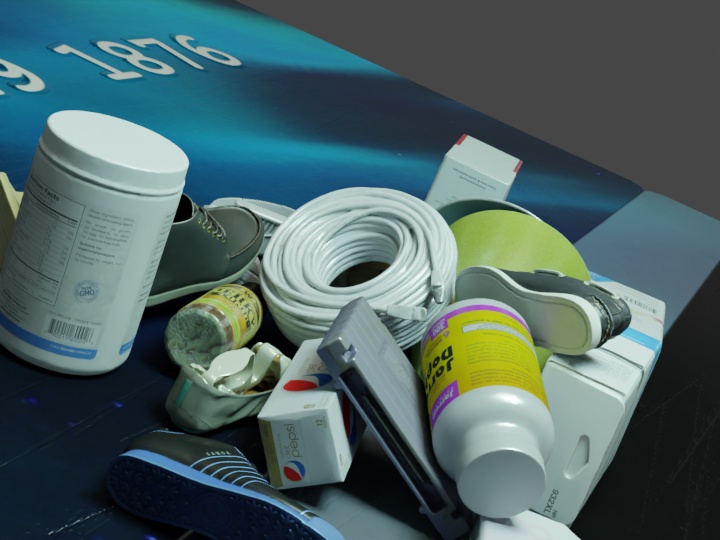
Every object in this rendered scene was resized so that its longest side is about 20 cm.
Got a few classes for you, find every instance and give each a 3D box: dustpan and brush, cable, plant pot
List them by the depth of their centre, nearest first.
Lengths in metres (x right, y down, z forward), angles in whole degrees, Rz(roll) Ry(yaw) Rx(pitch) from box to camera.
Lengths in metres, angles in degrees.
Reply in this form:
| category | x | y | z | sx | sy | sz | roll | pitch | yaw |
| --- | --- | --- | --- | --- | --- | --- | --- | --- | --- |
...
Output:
| category | x | y | z | sx | sy | sz | roll | pitch | yaw |
| --- | --- | --- | --- | --- | --- | --- | --- | --- | --- |
| cable | 0.000 | 0.000 | 1.463 | 0.199 | 0.069 | 0.201 | -3 | 44 | 15 |
| plant pot | 0.127 | 0.065 | 1.510 | 0.186 | 0.188 | 0.200 | 24 | 34 | 9 |
| dustpan and brush | -0.086 | -0.051 | 1.742 | 0.199 | 0.057 | 0.140 | 18 | 18 | -10 |

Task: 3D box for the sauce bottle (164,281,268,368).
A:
| category | x | y | z | sx | sy | sz | roll | pitch | yaw |
| --- | --- | --- | --- | --- | --- | --- | --- | --- | --- |
| sauce bottle | -0.131 | 0.047 | 1.408 | 0.064 | 0.065 | 0.200 | 23 | 13 | 5 |

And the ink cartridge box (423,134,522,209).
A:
| category | x | y | z | sx | sy | sz | roll | pitch | yaw |
| --- | --- | --- | --- | --- | --- | --- | --- | --- | --- |
| ink cartridge box | 0.107 | -0.044 | 1.719 | 0.083 | 0.201 | 0.146 | 25 | 19 | 4 |

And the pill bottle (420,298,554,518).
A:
| category | x | y | z | sx | sy | sz | roll | pitch | yaw |
| --- | --- | --- | --- | --- | --- | --- | --- | --- | --- |
| pill bottle | 0.109 | 0.118 | 1.257 | 0.104 | 0.105 | 0.200 | 17 | 30 | -13 |

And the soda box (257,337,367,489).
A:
| category | x | y | z | sx | sy | sz | roll | pitch | yaw |
| --- | --- | --- | --- | --- | --- | --- | --- | --- | --- |
| soda box | -0.034 | 0.119 | 1.279 | 0.063 | 0.068 | 0.200 | -8 | 14 | 11 |

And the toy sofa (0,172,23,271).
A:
| category | x | y | z | sx | sy | sz | roll | pitch | yaw |
| --- | --- | --- | --- | --- | --- | --- | --- | --- | --- |
| toy sofa | -0.286 | -0.030 | 1.459 | 0.199 | 0.098 | 0.083 | 3 | 50 | -44 |

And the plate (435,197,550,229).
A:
| category | x | y | z | sx | sy | sz | roll | pitch | yaw |
| --- | --- | --- | --- | --- | --- | --- | --- | --- | --- |
| plate | 0.146 | 0.008 | 1.615 | 0.199 | 0.201 | 0.026 | 25 | 33 | 12 |

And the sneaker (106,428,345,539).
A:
| category | x | y | z | sx | sy | sz | roll | pitch | yaw |
| --- | --- | --- | --- | --- | --- | --- | --- | --- | --- |
| sneaker | -0.089 | 0.172 | 1.096 | 0.199 | 0.070 | 0.078 | 25 | 25 | 12 |

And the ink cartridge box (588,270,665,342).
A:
| category | x | y | z | sx | sy | sz | roll | pitch | yaw |
| --- | --- | --- | --- | --- | --- | --- | --- | --- | --- |
| ink cartridge box | 0.286 | 0.073 | 1.768 | 0.144 | 0.085 | 0.200 | 23 | 17 | 7 |

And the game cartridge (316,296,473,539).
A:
| category | x | y | z | sx | sy | sz | roll | pitch | yaw |
| --- | --- | --- | --- | --- | --- | --- | --- | --- | --- |
| game cartridge | 0.036 | 0.126 | 1.270 | 0.200 | 0.038 | 0.130 | 56 | 12 | -7 |

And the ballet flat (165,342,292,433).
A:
| category | x | y | z | sx | sy | sz | roll | pitch | yaw |
| --- | --- | --- | --- | --- | --- | --- | --- | --- | --- |
| ballet flat | -0.097 | 0.097 | 1.308 | 0.067 | 0.064 | 0.200 | 30 | 20 | 23 |

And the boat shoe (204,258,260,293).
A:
| category | x | y | z | sx | sy | sz | roll | pitch | yaw |
| --- | --- | --- | --- | --- | --- | --- | --- | --- | --- |
| boat shoe | -0.175 | -0.025 | 1.567 | 0.200 | 0.072 | 0.062 | 41 | -19 | 21 |

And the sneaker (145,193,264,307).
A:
| category | x | y | z | sx | sy | sz | roll | pitch | yaw |
| --- | --- | --- | --- | --- | --- | --- | --- | --- | --- |
| sneaker | -0.153 | -0.039 | 1.417 | 0.075 | 0.106 | 0.200 | 40 | 40 | 18 |

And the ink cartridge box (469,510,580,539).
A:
| category | x | y | z | sx | sy | sz | roll | pitch | yaw |
| --- | --- | --- | --- | --- | --- | --- | --- | --- | --- |
| ink cartridge box | 0.182 | 0.266 | 1.171 | 0.199 | 0.057 | 0.163 | 17 | 18 | 0 |

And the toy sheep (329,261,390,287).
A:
| category | x | y | z | sx | sy | sz | roll | pitch | yaw |
| --- | --- | --- | --- | --- | --- | --- | --- | --- | --- |
| toy sheep | -0.020 | -0.016 | 1.618 | 0.137 | 0.139 | 0.200 | 5 | 10 | -40 |

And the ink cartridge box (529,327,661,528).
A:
| category | x | y | z | sx | sy | sz | roll | pitch | yaw |
| --- | --- | --- | --- | --- | --- | --- | --- | --- | --- |
| ink cartridge box | 0.211 | 0.139 | 1.403 | 0.083 | 0.146 | 0.200 | 25 | 19 | 14 |

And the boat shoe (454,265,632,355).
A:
| category | x | y | z | sx | sy | sz | roll | pitch | yaw |
| --- | --- | --- | --- | --- | --- | --- | --- | --- | --- |
| boat shoe | 0.166 | 0.032 | 1.364 | 0.060 | 0.074 | 0.200 | -14 | 13 | -33 |

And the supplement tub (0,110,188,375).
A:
| category | x | y | z | sx | sy | sz | roll | pitch | yaw |
| --- | --- | --- | --- | --- | --- | --- | --- | --- | --- |
| supplement tub | -0.238 | -0.023 | 1.272 | 0.131 | 0.201 | 0.132 | 19 | 18 | -6 |
